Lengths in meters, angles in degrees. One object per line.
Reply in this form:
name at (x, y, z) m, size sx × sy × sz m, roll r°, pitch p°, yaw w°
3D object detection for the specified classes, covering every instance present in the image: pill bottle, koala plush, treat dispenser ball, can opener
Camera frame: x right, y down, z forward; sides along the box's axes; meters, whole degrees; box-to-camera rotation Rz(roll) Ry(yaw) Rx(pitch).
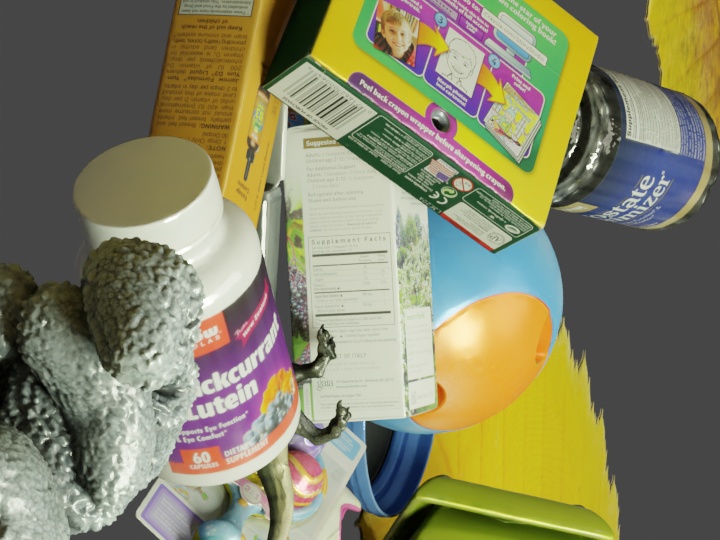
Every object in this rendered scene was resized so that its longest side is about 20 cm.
pill bottle at (0.171, -0.097, 1.484) m, size 0.200 × 0.112 × 0.112 m, roll 9°, pitch 86°, yaw -44°
koala plush at (-0.171, 0.102, 0.940) m, size 0.184 × 0.177 × 0.200 m, roll 86°, pitch 16°, yaw -53°
pill bottle at (-0.106, 0.023, 1.173) m, size 0.112 × 0.111 × 0.200 m, roll -65°, pitch 152°, yaw -43°
treat dispenser ball at (0.050, 0.021, 1.476) m, size 0.201 × 0.200 × 0.201 m, roll 5°, pitch 90°, yaw -70°
can opener at (-0.074, -0.045, 1.332) m, size 0.067 × 0.053 × 0.201 m, roll -42°, pitch 137°, yaw -71°

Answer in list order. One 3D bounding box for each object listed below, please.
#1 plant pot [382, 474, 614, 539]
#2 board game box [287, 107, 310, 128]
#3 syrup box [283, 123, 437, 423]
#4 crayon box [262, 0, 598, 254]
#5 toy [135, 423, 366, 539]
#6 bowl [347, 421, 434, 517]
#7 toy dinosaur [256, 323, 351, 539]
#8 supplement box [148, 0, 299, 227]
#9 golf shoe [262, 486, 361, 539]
plant pot at (0.099, 0.288, 1.629) m, size 0.199 × 0.199 × 0.182 m, roll 114°, pitch -14°, yaw -59°
board game box at (-0.012, -0.160, 1.414) m, size 0.151 × 0.037 × 0.200 m, roll -56°, pitch 157°, yaw -28°
syrup box at (0.000, 0.000, 1.344) m, size 0.079 × 0.081 × 0.201 m, roll -4°, pitch 90°, yaw -72°
crayon box at (0.051, -0.138, 1.299) m, size 0.200 × 0.058 × 0.173 m, roll 35°, pitch 53°, yaw -22°
toy at (-0.060, 0.134, 1.333) m, size 0.115 × 0.047 × 0.200 m, roll 43°, pitch 41°, yaw -9°
bowl at (0.020, 0.103, 1.652) m, size 0.201 × 0.039 × 0.201 m, roll 6°, pitch 90°, yaw -71°
toy dinosaur at (-0.053, 0.086, 1.286) m, size 0.047 × 0.088 × 0.200 m, roll 31°, pitch 38°, yaw -72°
supplement box at (-0.088, -0.120, 1.258) m, size 0.067 × 0.069 × 0.201 m, roll 40°, pitch 56°, yaw -65°
golf shoe at (-0.055, 0.205, 1.378) m, size 0.091 × 0.075 × 0.200 m, roll 41°, pitch 48°, yaw -19°
